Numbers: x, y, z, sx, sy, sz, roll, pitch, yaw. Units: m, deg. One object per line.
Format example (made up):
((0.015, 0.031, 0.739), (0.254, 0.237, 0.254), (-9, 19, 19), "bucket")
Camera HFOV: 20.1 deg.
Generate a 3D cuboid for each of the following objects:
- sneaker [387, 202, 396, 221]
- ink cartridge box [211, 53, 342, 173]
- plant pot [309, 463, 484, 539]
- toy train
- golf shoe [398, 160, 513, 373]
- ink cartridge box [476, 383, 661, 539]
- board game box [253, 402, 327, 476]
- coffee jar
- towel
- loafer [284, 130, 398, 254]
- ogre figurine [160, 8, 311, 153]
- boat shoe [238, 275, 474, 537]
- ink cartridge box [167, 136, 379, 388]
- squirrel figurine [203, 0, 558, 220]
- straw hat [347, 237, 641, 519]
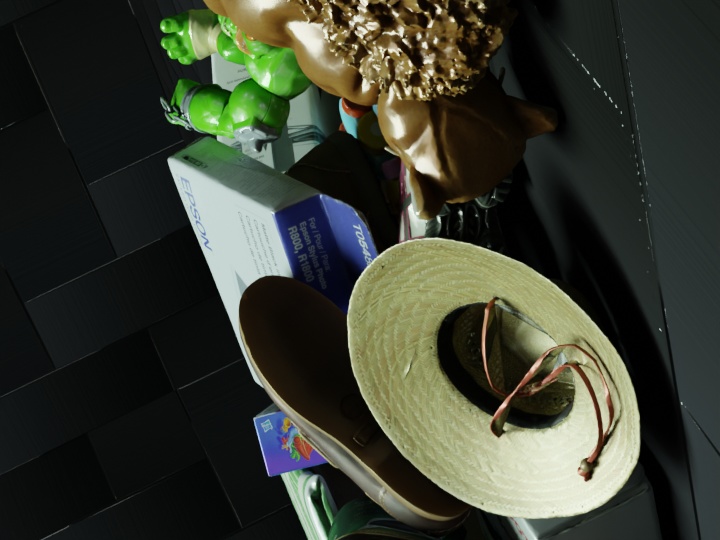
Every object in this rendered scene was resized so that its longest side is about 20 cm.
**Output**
((0.059, -0.008, 1.465), (0.200, 0.070, 0.083), (-129, 29, -59), "sneaker")
((-0.048, -0.076, 1.552), (0.147, 0.082, 0.202), (52, -152, -59), "ink cartridge box")
((0.076, 0.197, 1.548), (0.201, 0.173, 0.200), (63, 173, 13), "plant pot")
((0.030, -0.099, 1.399), (0.200, 0.055, 0.151), (-127, 19, -56), "toy train")
((0.057, -0.022, 1.270), (0.088, 0.076, 0.202), (-112, 24, -65), "golf shoe")
((0.134, 0.168, 1.331), (0.147, 0.083, 0.201), (57, 169, 45), "ink cartridge box")
((0.008, 0.101, 1.543), (0.200, 0.133, 0.045), (-30, -75, -78), "board game box")
((0.022, 0.207, 1.335), (0.200, 0.103, 0.086), (-30, -49, -86), "coffee jar")
((-0.021, 0.211, 1.538), (0.200, 0.023, 0.154), (-174, 61, -83), "towel")
((0.000, 0.000, 1.399), (0.073, 0.070, 0.201), (87, 159, -60), "loafer")
((-0.058, -0.167, 1.360), (0.098, 0.200, 0.120), (43, -177, -43), "ogre figurine")
((-0.007, 0.091, 1.290), (0.200, 0.070, 0.070), (49, 163, 11), "boat shoe")
((-0.039, 0.023, 1.365), (0.199, 0.040, 0.201), (26, 142, 52), "ink cartridge box")
((0.018, -0.123, 1.072), (0.188, 0.141, 0.200), (58, 175, 2), "squirrel figurine")
((0.097, 0.048, 1.203), (0.200, 0.085, 0.203), (22, 131, 28), "straw hat")
